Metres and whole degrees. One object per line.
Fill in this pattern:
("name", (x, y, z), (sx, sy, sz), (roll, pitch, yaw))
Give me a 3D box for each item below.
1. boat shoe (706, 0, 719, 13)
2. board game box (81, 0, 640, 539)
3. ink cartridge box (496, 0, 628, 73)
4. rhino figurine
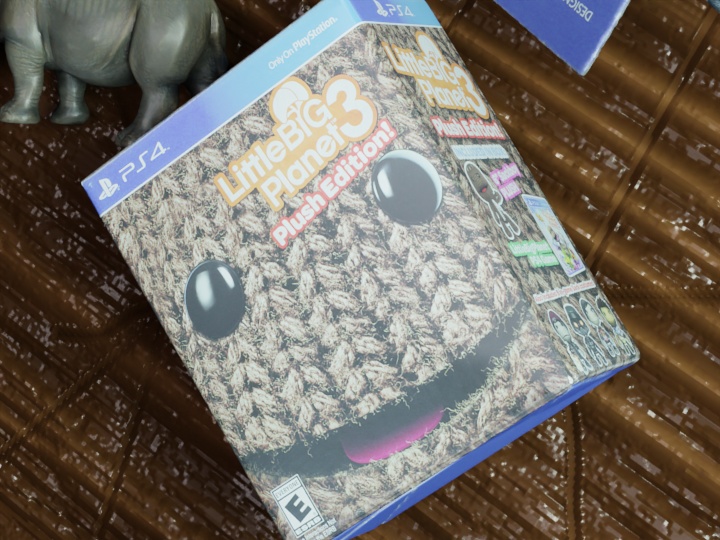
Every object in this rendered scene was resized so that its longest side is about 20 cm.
("boat shoe", (0.209, -0.181, 0.935), (0.071, 0.091, 0.201), (17, 88, 51))
("board game box", (0.000, 0.000, 1.037), (0.159, 0.097, 0.201), (-35, 80, 21))
("ink cartridge box", (0.087, -0.221, 1.000), (0.200, 0.047, 0.198), (-55, 46, 13))
("rhino figurine", (-0.152, -0.116, 1.149), (0.199, 0.060, 0.088), (13, 100, 24))
